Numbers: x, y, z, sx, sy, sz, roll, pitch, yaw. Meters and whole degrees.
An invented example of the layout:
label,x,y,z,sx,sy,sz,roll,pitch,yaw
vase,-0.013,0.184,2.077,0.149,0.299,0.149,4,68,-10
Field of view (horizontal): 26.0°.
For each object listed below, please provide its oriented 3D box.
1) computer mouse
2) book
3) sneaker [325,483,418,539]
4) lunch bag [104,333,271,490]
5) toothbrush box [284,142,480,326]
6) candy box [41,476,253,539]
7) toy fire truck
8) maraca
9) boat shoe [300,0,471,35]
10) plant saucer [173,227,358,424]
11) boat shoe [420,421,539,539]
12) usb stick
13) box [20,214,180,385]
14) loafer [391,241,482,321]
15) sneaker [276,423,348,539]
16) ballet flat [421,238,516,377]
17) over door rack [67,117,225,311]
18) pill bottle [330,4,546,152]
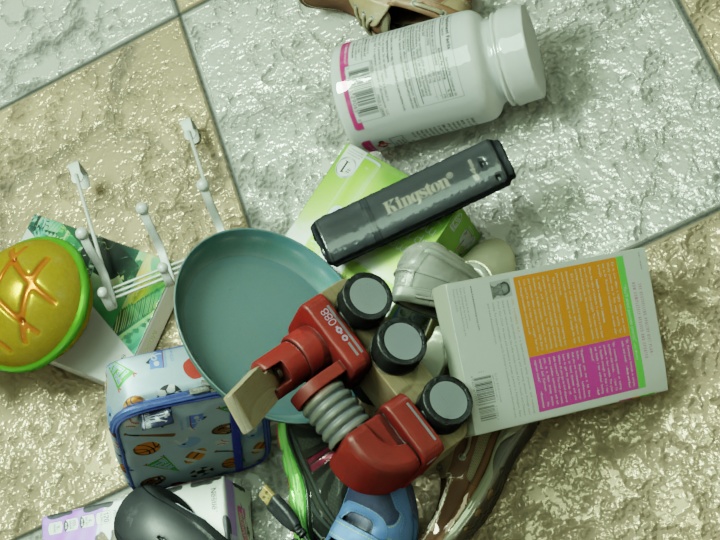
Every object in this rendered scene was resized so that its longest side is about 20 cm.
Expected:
label,x,y,z,sx,sy,sz,roll,pitch,yaw
computer mouse,-0.141,0.241,1.432,0.200,0.046,0.141,39,87,29
book,0.172,0.063,1.393,0.198,0.048,0.135,-9,85,-22
sneaker,-0.006,0.263,1.398,0.074,0.082,0.202,21,103,36
lunch bag,-0.155,0.135,1.467,0.159,0.201,0.076,-10,62,-8
toothbrush box,0.000,0.000,1.536,0.145,0.086,0.201,31,84,27
candy box,-0.200,0.303,1.497,0.198,0.072,0.169,-14,65,14
toy fire truck,-0.024,0.115,1.325,0.199,0.129,0.177,-32,77,-28
maraca,-0.356,0.042,1.605,0.199,0.107,0.138,-23,65,26
boat shoe,0.022,-0.284,1.641,0.198,0.076,0.072,4,75,24
plant saucer,-0.082,0.053,1.416,0.027,0.199,0.202,-47,51,46
boat shoe,0.101,0.173,1.433,0.071,0.076,0.201,27,70,16
usb stick,0.049,-0.064,1.474,0.199,0.033,0.056,-25,59,2
box,-0.296,0.035,1.662,0.199,0.036,0.145,18,77,24
loafer,0.114,0.048,1.434,0.199,0.070,0.070,30,68,-13
sneaker,-0.032,0.175,1.473,0.083,0.077,0.202,-9,93,2
ballet flat,0.093,0.052,1.491,0.069,0.069,0.201,17,76,25
over door rack,-0.225,-0.069,1.632,0.147,0.067,0.201,-21,54,0
pill bottle,0.079,-0.195,1.568,0.198,0.113,0.114,-13,65,15
